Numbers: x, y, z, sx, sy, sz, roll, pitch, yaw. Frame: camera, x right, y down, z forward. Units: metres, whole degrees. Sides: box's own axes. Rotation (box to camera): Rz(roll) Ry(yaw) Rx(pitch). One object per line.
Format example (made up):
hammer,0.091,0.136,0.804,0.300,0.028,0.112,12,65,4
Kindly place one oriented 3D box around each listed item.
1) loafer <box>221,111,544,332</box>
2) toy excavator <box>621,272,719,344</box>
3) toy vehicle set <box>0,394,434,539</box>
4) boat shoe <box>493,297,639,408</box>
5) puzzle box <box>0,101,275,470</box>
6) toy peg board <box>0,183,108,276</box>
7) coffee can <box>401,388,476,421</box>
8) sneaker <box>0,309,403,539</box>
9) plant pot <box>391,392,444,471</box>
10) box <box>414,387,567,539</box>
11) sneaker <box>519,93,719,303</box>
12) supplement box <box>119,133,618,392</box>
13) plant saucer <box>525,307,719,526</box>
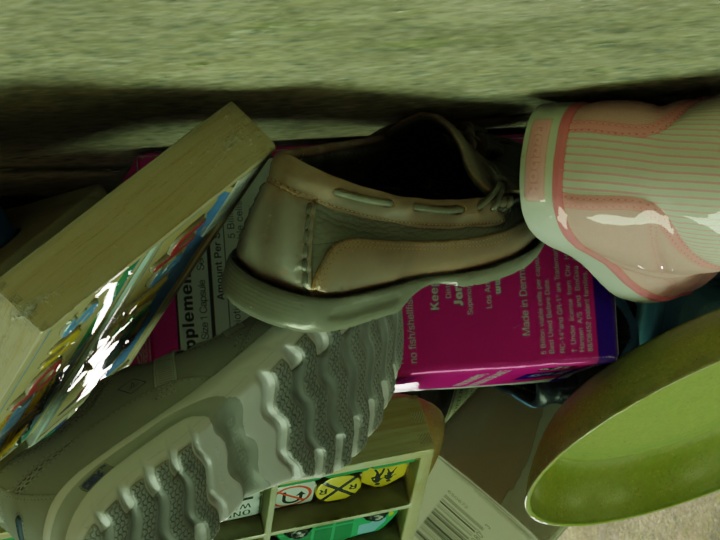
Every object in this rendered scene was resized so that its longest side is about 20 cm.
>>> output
loafer,0.022,-0.030,1.121,0.072,0.063,0.200,23,-155,25
toy excavator,0.183,0.000,1.355,0.099,0.196,0.200,-2,-156,-23
toy vehicle set,-0.073,0.110,1.231,0.199,0.027,0.125,-11,150,-11
boat shoe,0.052,0.010,1.415,0.068,0.085,0.200,-18,-158,-29
puzzle box,-0.113,0.031,1.080,0.133,0.025,0.200,-41,172,-39
toy peg board,-0.227,0.009,1.088,0.199,0.098,0.199,-42,-162,-34
coffee can,0.041,0.045,1.620,0.146,0.148,0.199,-7,175,35
sneaker,-0.060,0.047,1.110,0.082,0.075,0.200,21,-144,35
plant pot,-0.055,0.104,1.311,0.199,0.028,0.200,-14,159,-5
box,0.102,0.071,1.488,0.200,0.078,0.095,-46,173,-37
sneaker,0.144,-0.028,1.183,0.104,0.076,0.200,0,174,23
supplement box,0.000,0.000,1.256,0.198,0.104,0.101,-2,174,-9
plant saucer,0.159,0.055,1.295,0.199,0.031,0.200,-20,159,-8
